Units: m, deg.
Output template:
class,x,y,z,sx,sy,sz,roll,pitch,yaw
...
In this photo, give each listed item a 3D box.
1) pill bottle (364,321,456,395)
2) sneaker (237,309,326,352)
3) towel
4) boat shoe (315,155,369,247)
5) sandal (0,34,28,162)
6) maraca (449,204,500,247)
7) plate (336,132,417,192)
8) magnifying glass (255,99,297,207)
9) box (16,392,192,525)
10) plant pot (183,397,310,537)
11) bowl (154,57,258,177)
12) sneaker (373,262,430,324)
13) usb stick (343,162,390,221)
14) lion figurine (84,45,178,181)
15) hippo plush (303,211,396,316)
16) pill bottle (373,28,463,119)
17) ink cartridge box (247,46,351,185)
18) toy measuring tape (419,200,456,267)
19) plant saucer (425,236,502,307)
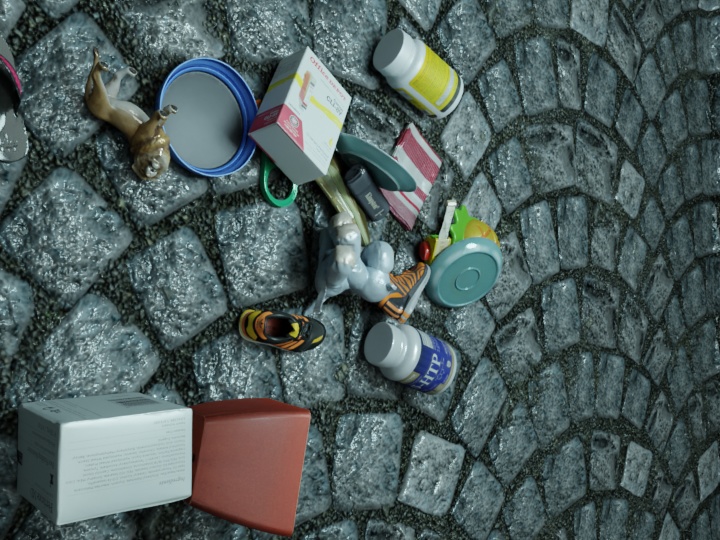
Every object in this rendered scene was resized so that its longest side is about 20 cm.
class,x,y,z,sx,sy,sz,roll,pitch,yaw
pill bottle,0.105,0.185,1.527,0.197,0.118,0.123,26,73,-38
sneaker,-0.130,0.116,1.335,0.197,0.089,0.072,13,81,-41
towel,0.112,-0.214,1.601,0.144,0.022,0.203,44,62,-34
boat shoe,-0.038,-0.132,1.445,0.074,0.062,0.204,-93,159,-61
sandal,-0.519,-0.260,1.016,0.074,0.044,0.206,-21,103,-40
maraca,0.264,-0.064,1.677,0.200,0.105,0.140,43,50,-38
plate,0.023,-0.204,1.408,0.199,0.198,0.026,36,81,-35
magnifying glass,-0.172,-0.220,1.348,0.079,0.022,0.206,-27,109,-39
box,-0.376,0.264,1.040,0.196,0.196,0.135,1,88,-41
plant pot,-0.216,0.319,1.202,0.172,0.198,0.206,13,81,-29
bowl,-0.269,-0.266,1.246,0.197,0.039,0.208,0,90,-42
sneaker,0.082,0.020,1.534,0.111,0.078,0.201,35,34,-2
usb stick,0.015,-0.156,1.446,0.055,0.033,0.200,-45,154,-1
lion figurine,-0.373,-0.244,1.130,0.200,0.122,0.073,44,29,-15
hippo plush,0.000,0.000,1.384,0.157,0.159,0.206,15,77,-19
pill bottle,0.126,-0.430,1.553,0.198,0.113,0.117,28,72,-39
ink cartridge box,-0.109,-0.290,1.330,0.145,0.082,0.204,43,50,-36
toy measuring tape,0.174,-0.079,1.598,0.072,0.073,0.205,-21,132,-39
plant saucer,0.242,0.013,1.629,0.194,0.028,0.204,-12,132,-14
